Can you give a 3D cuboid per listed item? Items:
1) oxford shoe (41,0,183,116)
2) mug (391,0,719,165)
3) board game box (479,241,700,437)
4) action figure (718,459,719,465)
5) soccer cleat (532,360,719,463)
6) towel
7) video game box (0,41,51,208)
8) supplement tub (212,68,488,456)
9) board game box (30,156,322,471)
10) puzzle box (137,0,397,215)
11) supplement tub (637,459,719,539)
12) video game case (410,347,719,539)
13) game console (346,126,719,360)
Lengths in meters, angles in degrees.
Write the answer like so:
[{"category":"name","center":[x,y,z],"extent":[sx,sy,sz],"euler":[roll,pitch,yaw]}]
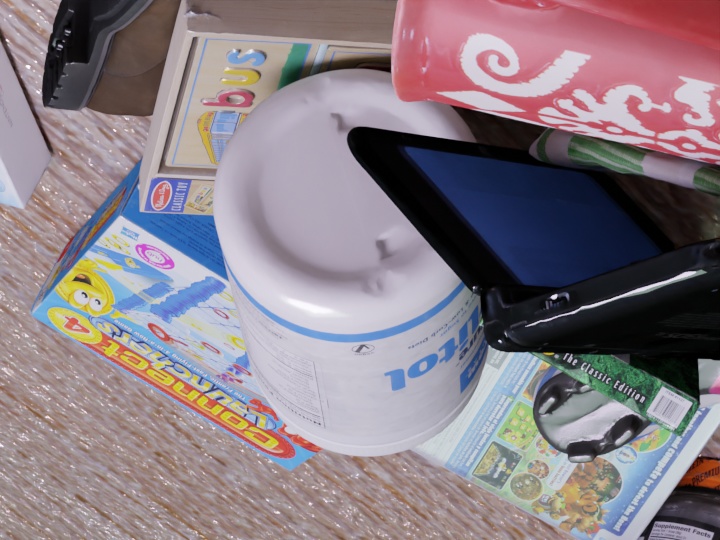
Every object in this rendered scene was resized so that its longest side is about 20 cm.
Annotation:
[{"category":"oxford shoe","center":[-0.093,-0.135,1.244],"extent":[0.084,0.073,0.200],"euler":[12,158,-17]},{"category":"mug","center":[0.120,-0.095,0.996],"extent":[0.198,0.178,0.134],"euler":[17,125,10]},{"category":"board game box","center":[0.110,0.008,1.197],"extent":[0.104,0.200,0.024],"euler":[31,110,-6]},{"category":"action figure","center":[0.247,0.088,1.162],"extent":[0.192,0.201,0.105],"euler":[15,146,-30]},{"category":"soccer cleat","center":[0.177,0.034,1.299],"extent":[0.199,0.086,0.070],"euler":[-21,109,28]},{"category":"towel","center":[0.186,-0.029,1.074],"extent":[0.152,0.024,0.199],"euler":[7,-169,-40]},{"category":"video game box","center":[-0.284,-0.127,1.440],"extent":[0.181,0.047,0.200],"euler":[19,153,20]},{"category":"supplement tub","center":[0.000,0.000,1.248],"extent":[0.131,0.133,0.200],"euler":[20,160,12]},{"category":"board game box","center":[-0.078,0.027,1.519],"extent":[0.199,0.056,0.196],"euler":[32,153,-10]},{"category":"puzzle box","center":[-0.036,-0.078,1.261],"extent":[0.132,0.026,0.200],"euler":[3,156,-10]},{"category":"supplement tub","center":[0.187,0.218,1.459],"extent":[0.122,0.201,0.123],"euler":[21,153,11]},{"category":"video game case","center":[0.092,0.066,1.404],"extent":[0.199,0.018,0.144],"euler":[28,125,-3]},{"category":"game console","center":[0.125,-0.025,1.090],"extent":[0.175,0.117,0.199],"euler":[-20,166,37]}]
